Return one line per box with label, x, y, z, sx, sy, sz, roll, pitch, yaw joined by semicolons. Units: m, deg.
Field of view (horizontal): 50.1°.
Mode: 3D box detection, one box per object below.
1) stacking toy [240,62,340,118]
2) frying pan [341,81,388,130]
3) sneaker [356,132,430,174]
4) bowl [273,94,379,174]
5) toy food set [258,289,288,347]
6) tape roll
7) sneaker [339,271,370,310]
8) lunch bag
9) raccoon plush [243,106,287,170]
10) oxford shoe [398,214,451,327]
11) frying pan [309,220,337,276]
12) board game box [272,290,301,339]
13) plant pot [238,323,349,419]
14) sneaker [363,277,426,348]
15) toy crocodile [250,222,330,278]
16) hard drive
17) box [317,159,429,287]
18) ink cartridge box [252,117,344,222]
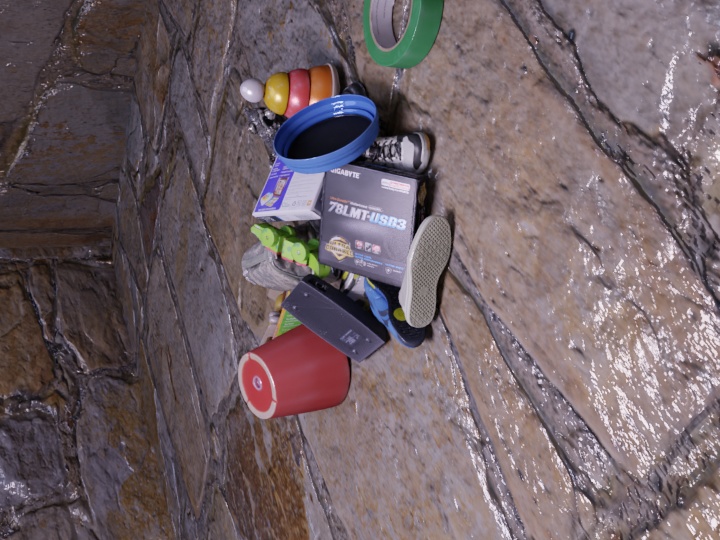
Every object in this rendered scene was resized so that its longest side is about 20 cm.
stacking toy;-0.152;-0.372;1.610;0.146;0.198;0.147;-175;90;-70
frying pan;-0.005;-0.296;1.535;0.115;0.031;0.191;111;146;-41
sneaker;0.046;-0.205;1.378;0.200;0.087;0.076;1;91;61
bowl;-0.059;-0.245;1.389;0.201;0.200;0.040;48;166;50
toy food set;-0.213;0.095;1.855;0.144;0.060;0.201;120;164;-45
tape roll;0.071;-0.460;1.354;0.200;0.048;0.202;7;98;62
sneaker;0.000;0.000;1.515;0.085;0.074;0.201;-101;24;-55
lunch bag;-0.156;-0.026;1.686;0.200;0.167;0.141;-16;78;62
raccoon plush;-0.226;-0.305;1.832;0.097;0.133;0.201;58;140;41
oxford shoe;0.104;-0.002;1.302;0.058;0.075;0.202;-125;39;-60
frying pan;-0.058;-0.098;1.524;0.191;0.031;0.115;62;144;18
board game box;-0.135;0.114;1.731;0.030;0.095;0.201;-106;30;-41
plant pot;-0.150;0.220;1.637;0.200;0.176;0.202;18;114;47
sneaker;0.063;0.077;1.402;0.079;0.065;0.201;93;155;-42
toy crocodile;-0.138;-0.045;1.528;0.199;0.067;0.062;26;114;27
hard drive;-0.050;0.092;1.506;0.042;0.199;0.135;-58;7;-36
box;0.019;-0.088;1.373;0.199;0.050;0.200;17;115;29
ink cartridge box;-0.111;-0.193;1.513;0.197;0.043;0.201;1;67;49
